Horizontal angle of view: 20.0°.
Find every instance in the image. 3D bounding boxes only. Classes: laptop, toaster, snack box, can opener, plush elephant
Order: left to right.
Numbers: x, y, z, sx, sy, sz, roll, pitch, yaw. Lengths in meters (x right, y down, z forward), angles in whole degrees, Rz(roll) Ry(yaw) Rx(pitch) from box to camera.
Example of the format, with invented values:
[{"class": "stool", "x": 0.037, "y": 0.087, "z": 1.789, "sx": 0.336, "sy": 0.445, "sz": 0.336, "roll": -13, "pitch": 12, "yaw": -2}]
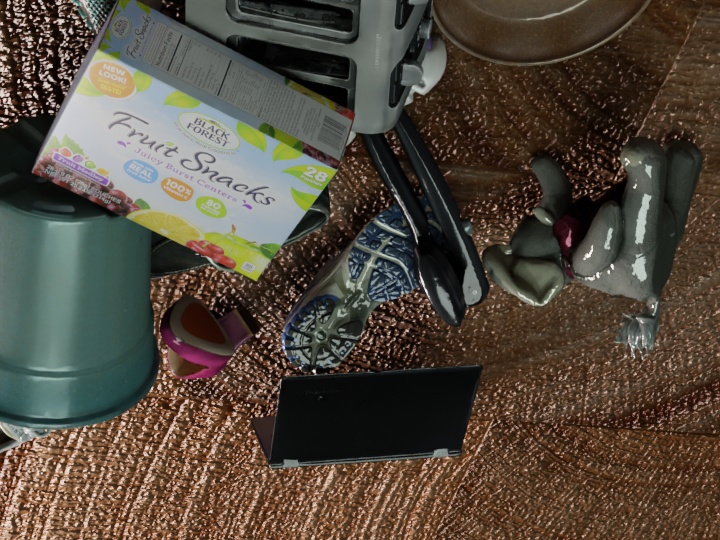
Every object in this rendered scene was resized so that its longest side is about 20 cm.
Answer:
[{"class": "snack box", "x": -0.129, "y": -0.097, "z": 1.555, "sx": 0.199, "sy": 0.068, "sz": 0.169, "roll": 26, "pitch": 141, "yaw": -13}, {"class": "toaster", "x": -0.041, "y": -0.216, "z": 1.532, "sx": 0.198, "sy": 0.119, "sz": 0.182, "roll": 12, "pitch": 140, "yaw": 6}, {"class": "laptop", "x": 0.001, "y": 0.118, "z": 1.928, "sx": 0.185, "sy": 0.200, "sz": 0.117, "roll": -2, "pitch": 106, "yaw": -11}, {"class": "can opener", "x": 0.059, "y": -0.052, "z": 1.765, "sx": 0.063, "sy": 0.079, "sz": 0.201, "roll": -22, "pitch": 104, "yaw": -3}, {"class": "plush elephant", "x": 0.200, "y": -0.036, "z": 1.810, "sx": 0.154, "sy": 0.164, "sz": 0.202, "roll": 13, "pitch": 105, "yaw": 23}]

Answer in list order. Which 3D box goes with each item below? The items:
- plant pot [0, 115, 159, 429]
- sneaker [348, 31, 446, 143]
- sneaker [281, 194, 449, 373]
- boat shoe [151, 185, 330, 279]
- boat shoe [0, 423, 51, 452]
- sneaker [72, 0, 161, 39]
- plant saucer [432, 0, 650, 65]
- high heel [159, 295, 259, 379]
[{"class": "plant pot", "x": -0.254, "y": -0.007, "z": 1.690, "sx": 0.198, "sy": 0.201, "sz": 0.197, "roll": 1, "pitch": 128, "yaw": -15}, {"class": "sneaker", "x": -0.029, "y": -0.149, "z": 1.676, "sx": 0.200, "sy": 0.081, "sz": 0.088, "roll": -37, "pitch": 126, "yaw": 17}, {"class": "sneaker", "x": 0.000, "y": 0.000, "z": 1.845, "sx": 0.200, "sy": 0.085, "sz": 0.077, "roll": -43, "pitch": 108, "yaw": 2}, {"class": "boat shoe", "x": -0.117, "y": -0.036, "z": 1.770, "sx": 0.199, "sy": 0.071, "sz": 0.072, "roll": -26, "pitch": 136, "yaw": 15}, {"class": "boat shoe", "x": -0.349, "y": 0.148, "z": 1.912, "sx": 0.200, "sy": 0.065, "sz": 0.075, "roll": -20, "pitch": 137, "yaw": 7}, {"class": "sneaker", "x": -0.194, "y": -0.221, "z": 1.566, "sx": 0.090, "sy": 0.078, "sz": 0.201, "roll": 8, "pitch": 127, "yaw": -8}, {"class": "plant saucer", "x": 0.147, "y": -0.251, "z": 1.635, "sx": 0.198, "sy": 0.037, "sz": 0.201, "roll": -7, "pitch": 136, "yaw": -7}, {"class": "high heel", "x": -0.158, "y": 0.074, "z": 1.822, "sx": 0.096, "sy": 0.068, "sz": 0.200, "roll": -35, "pitch": 167, "yaw": 12}]
